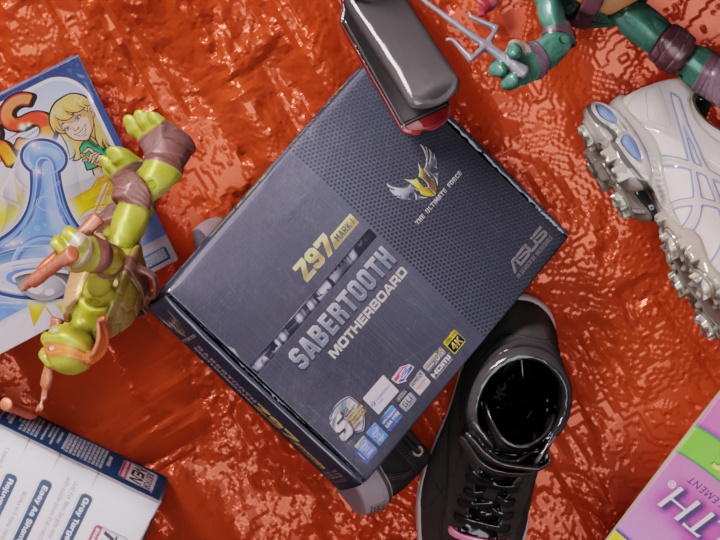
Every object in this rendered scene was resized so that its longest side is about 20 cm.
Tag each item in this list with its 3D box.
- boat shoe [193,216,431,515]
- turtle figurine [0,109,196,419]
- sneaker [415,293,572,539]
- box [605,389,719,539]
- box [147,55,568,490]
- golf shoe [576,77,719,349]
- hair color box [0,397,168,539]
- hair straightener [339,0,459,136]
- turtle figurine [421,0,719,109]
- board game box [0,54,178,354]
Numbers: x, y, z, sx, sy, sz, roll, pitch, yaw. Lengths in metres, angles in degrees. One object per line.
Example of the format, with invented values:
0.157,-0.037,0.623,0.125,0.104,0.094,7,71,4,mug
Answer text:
-0.024,0.046,1.509,0.066,0.070,0.201,-33,92,-16,boat shoe
-0.138,-0.006,1.405,0.064,0.200,0.162,19,61,1,turtle figurine
0.075,0.119,1.500,0.070,0.099,0.201,12,102,-3,sneaker
0.261,0.150,1.476,0.176,0.097,0.200,40,100,15,box
0.000,0.000,1.463,0.158,0.051,0.200,44,70,-6,box
0.207,-0.033,1.445,0.097,0.078,0.201,-28,63,-5,golf shoe
-0.226,0.132,1.529,0.199,0.061,0.100,26,99,-3,hair color box
0.002,-0.177,1.439,0.041,0.077,0.201,-20,75,-14,hair straightener
0.137,-0.169,1.444,0.199,0.101,0.151,21,109,-2,turtle figurine
-0.223,-0.021,1.480,0.199,0.034,0.136,-29,100,-14,board game box
